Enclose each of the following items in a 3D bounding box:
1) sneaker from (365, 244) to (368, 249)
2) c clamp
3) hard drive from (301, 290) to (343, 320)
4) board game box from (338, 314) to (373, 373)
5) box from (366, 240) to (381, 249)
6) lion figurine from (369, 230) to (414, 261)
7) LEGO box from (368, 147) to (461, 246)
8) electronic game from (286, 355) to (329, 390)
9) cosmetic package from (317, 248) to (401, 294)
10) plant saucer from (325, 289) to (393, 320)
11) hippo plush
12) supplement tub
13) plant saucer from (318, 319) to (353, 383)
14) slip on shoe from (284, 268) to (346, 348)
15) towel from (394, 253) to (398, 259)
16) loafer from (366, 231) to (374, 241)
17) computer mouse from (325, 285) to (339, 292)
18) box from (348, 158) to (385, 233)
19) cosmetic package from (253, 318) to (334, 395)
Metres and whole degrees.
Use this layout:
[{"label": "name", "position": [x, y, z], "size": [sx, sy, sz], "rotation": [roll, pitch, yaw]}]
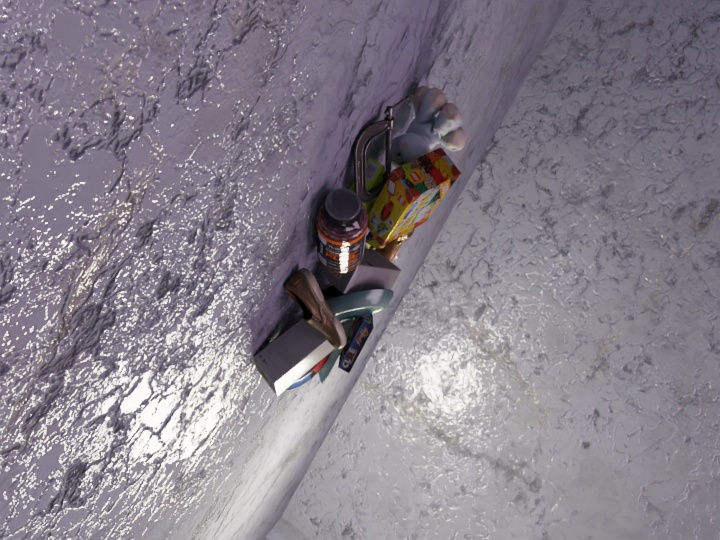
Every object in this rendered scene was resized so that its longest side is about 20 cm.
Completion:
[{"label": "sneaker", "position": [-0.004, -0.040, 1.552], "size": [0.201, 0.074, 0.082], "rotation": [75, 15, -63]}, {"label": "c clamp", "position": [0.045, -0.242, 1.185], "size": [0.170, 0.027, 0.203], "rotation": [-33, 140, -39]}, {"label": "hard drive", "position": [-0.113, 0.148, 1.504], "size": [0.139, 0.033, 0.202], "rotation": [7, 115, -57]}, {"label": "board game box", "position": [-0.011, 0.177, 1.521], "size": [0.137, 0.034, 0.200], "rotation": [-62, -176, 8]}, {"label": "box", "position": [0.063, -0.087, 1.748], "size": [0.076, 0.050, 0.200], "rotation": [-58, 169, -4]}, {"label": "lion figurine", "position": [0.087, -0.077, 1.533], "size": [0.123, 0.071, 0.202], "rotation": [-107, -149, -52]}, {"label": "LEGO box", "position": [0.111, -0.160, 1.258], "size": [0.148, 0.078, 0.200], "rotation": [-30, 166, -29]}, {"label": "electronic game", "position": [-0.151, 0.222, 1.452], "size": [0.198, 0.041, 0.202], "rotation": [-29, 138, -29]}, {"label": "cosmetic package", "position": [0.000, 0.000, 1.393], "size": [0.199, 0.106, 0.091], "rotation": [1, 121, -55]}, {"label": "plant saucer", "position": [-0.011, 0.089, 1.396], "size": [0.200, 0.196, 0.037], "rotation": [65, 13, -77]}, {"label": "hippo plush", "position": [0.124, -0.315, 1.301], "size": [0.160, 0.161, 0.199], "rotation": [-37, -155, -17]}, {"label": "supplement tub", "position": [-0.039, -0.082, 1.157], "size": [0.108, 0.106, 0.201], "rotation": [-54, 167, -23]}, {"label": "plant saucer", "position": [-0.080, 0.218, 1.605], "size": [0.203, 0.038, 0.201], "rotation": [-63, -175, 9]}, {"label": "slip on shoe", "position": [-0.097, 0.094, 1.224], "size": [0.060, 0.075, 0.202], "rotation": [-39, 118, -28]}, {"label": "towel", "position": [0.112, -0.136, 1.707], "size": [0.201, 0.029, 0.149], "rotation": [76, 21, -67]}, {"label": "loafer", "position": [0.051, -0.143, 1.481], "size": [0.201, 0.072, 0.071], "rotation": [-54, 167, -28]}, {"label": "computer mouse", "position": [-0.047, 0.051, 1.601], "size": [0.199, 0.034, 0.059], "rotation": [-15, 134, -63]}, {"label": "box", "position": [0.015, -0.165, 1.329], "size": [0.123, 0.047, 0.200], "rotation": [-58, 168, -9]}, {"label": "cosmetic package", "position": [-0.142, 0.183, 1.318], "size": [0.199, 0.085, 0.108], "rotation": [-37, 160, -19]}]
